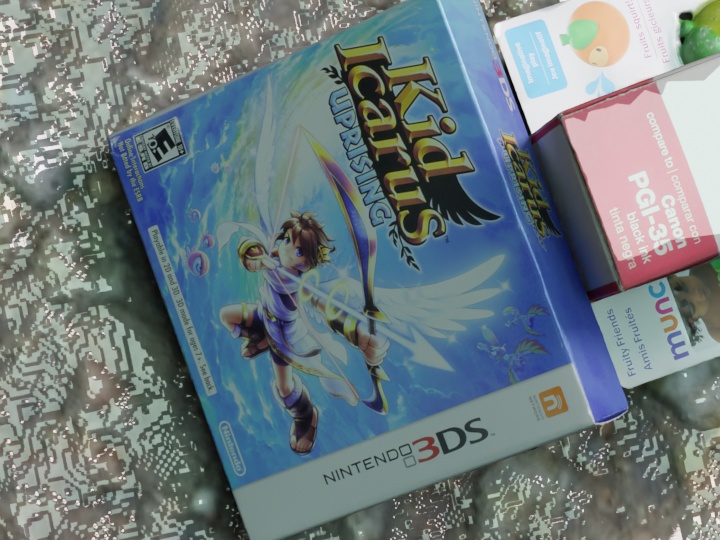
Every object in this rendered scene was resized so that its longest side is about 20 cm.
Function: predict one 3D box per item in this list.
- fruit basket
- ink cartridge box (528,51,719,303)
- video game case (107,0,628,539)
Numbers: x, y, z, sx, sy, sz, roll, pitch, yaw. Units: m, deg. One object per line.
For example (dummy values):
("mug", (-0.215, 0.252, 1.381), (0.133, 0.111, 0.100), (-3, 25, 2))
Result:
("fruit basket", (0.184, -0.062, 1.336), (0.199, 0.094, 0.186), (-17, 86, -22))
("ink cartridge box", (0.179, -0.057, 1.230), (0.199, 0.147, 0.083), (-20, 87, -6))
("video game case", (0.000, 0.000, 1.235), (0.045, 0.181, 0.201), (-14, 83, -64))
